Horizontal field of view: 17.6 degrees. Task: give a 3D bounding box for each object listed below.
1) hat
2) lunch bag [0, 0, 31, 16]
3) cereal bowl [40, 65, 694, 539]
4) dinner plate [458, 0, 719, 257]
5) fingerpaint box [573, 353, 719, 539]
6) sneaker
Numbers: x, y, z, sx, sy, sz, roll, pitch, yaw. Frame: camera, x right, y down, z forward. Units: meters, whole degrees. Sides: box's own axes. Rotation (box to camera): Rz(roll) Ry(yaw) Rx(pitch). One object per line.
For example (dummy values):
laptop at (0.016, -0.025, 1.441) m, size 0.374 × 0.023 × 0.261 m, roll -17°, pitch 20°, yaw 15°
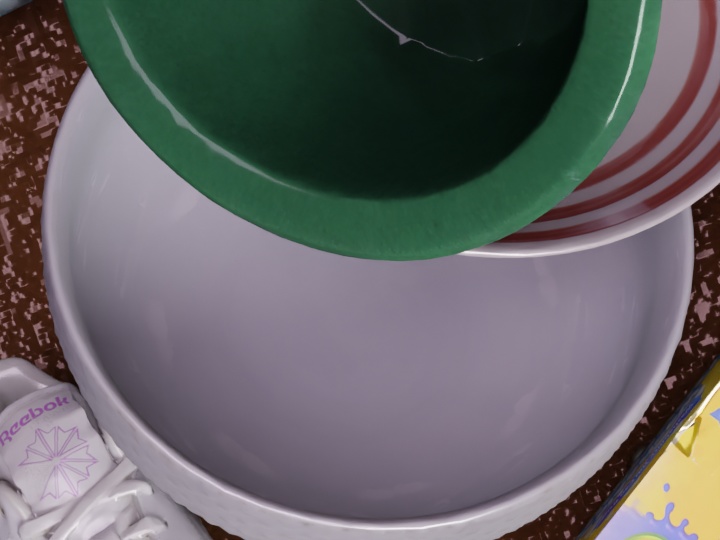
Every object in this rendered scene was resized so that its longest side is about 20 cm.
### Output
hat at (0.034, -0.105, 0.682) m, size 0.199 × 0.176 × 0.166 m, roll 32°, pitch 118°, yaw 7°
lunch bag at (-0.149, -0.162, 0.742) m, size 0.199 × 0.122 × 0.171 m, roll -29°, pitch 87°, yaw 1°
cereal bowl at (0.000, 0.000, 0.722) m, size 0.198 × 0.083 × 0.202 m, roll 2°, pitch 64°, yaw -5°
dinner plate at (0.034, -0.089, 0.712) m, size 0.198 × 0.024 × 0.202 m, roll 3°, pitch 63°, yaw -6°
fingerpaint box at (0.173, 0.083, 0.721) m, size 0.166 × 0.073 × 0.201 m, roll 37°, pitch 99°, yaw 5°
sneaker at (-0.079, 0.096, 0.702) m, size 0.075 × 0.200 × 0.100 m, roll -32°, pitch 123°, yaw -11°
